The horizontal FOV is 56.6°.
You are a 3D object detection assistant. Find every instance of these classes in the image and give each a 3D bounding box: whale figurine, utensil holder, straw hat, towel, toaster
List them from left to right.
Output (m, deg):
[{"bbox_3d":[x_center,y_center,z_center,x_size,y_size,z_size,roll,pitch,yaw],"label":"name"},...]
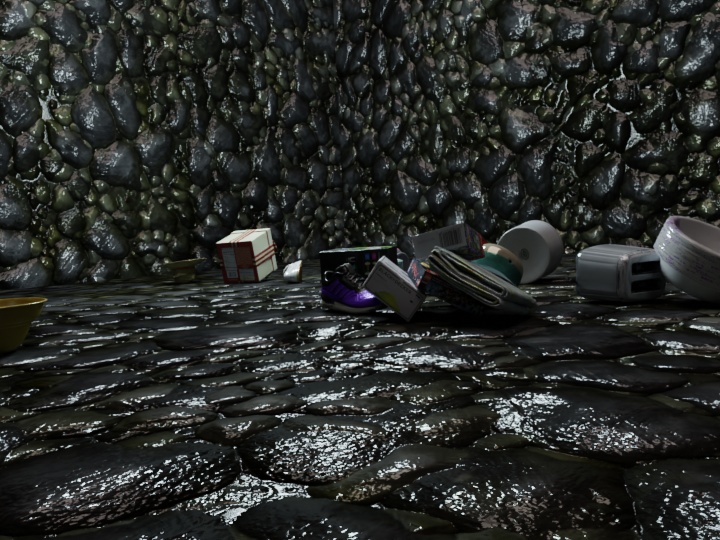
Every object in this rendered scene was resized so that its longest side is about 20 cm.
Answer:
[{"bbox_3d":[-0.700,0.008,2.647,0.196,0.087,0.201,-8,0,0],"label":"straw hat"},{"bbox_3d":[0.219,0.024,1.217,0.170,0.049,0.199,34,10,29],"label":"towel"},{"bbox_3d":[0.299,0.019,1.602,0.158,0.105,0.200,35,-27,-11],"label":"whale figurine"},{"bbox_3d":[0.491,-0.053,1.939,0.166,0.175,0.199,-1,6,25],"label":"utensil holder"},{"bbox_3d":[0.538,0.006,1.384,0.196,0.117,0.128,-3,5,-30],"label":"toaster"}]

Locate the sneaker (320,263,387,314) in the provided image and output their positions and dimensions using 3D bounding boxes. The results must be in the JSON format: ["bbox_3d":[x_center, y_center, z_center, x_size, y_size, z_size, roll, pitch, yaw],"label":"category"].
[{"bbox_3d":[-0.019,0.036,1.448,0.069,0.102,0.197,-7,8,-45],"label":"sneaker"}]

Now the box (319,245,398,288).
[{"bbox_3d":[0.000,0.000,1.855,0.195,0.128,0.148,-4,4,12],"label":"box"}]

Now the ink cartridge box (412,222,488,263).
[{"bbox_3d":[0.190,-0.042,1.349,0.107,0.052,0.199,-14,-15,23],"label":"ink cartridge box"}]

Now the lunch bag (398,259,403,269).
[{"bbox_3d":[0.043,0.004,2.128,0.157,0.079,0.198,1,5,35],"label":"lunch bag"}]

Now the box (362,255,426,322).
[{"bbox_3d":[0.069,0.032,1.336,0.116,0.061,0.200,37,5,0],"label":"box"}]

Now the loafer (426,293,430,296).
[{"bbox_3d":[0.196,0.050,1.478,0.195,0.064,0.072,14,-19,12],"label":"loafer"}]

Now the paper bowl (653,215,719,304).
[{"bbox_3d":[0.662,-0.014,1.282,0.196,0.106,0.202,15,28,-8],"label":"paper bowl"}]

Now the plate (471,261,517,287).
[{"bbox_3d":[0.256,0.016,1.467,0.196,0.026,0.201,18,-15,5],"label":"plate"}]

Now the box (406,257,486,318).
[{"bbox_3d":[0.168,0.031,1.329,0.134,0.038,0.200,26,6,-5],"label":"box"}]

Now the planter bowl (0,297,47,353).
[{"bbox_3d":[-0.643,0.099,1.147,0.195,0.086,0.200,-3,3,0],"label":"planter bowl"}]

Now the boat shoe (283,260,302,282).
[{"bbox_3d":[-0.247,0.004,2.426,0.067,0.073,0.200,-1,5,-1],"label":"boat shoe"}]

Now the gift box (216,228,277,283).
[{"bbox_3d":[-0.431,-0.045,2.547,0.180,0.205,0.187,2,20,18],"label":"gift box"}]

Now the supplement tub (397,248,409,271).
[{"bbox_3d":[0.088,-0.028,2.378,0.105,0.110,0.198,-5,5,-33],"label":"supplement tub"}]
